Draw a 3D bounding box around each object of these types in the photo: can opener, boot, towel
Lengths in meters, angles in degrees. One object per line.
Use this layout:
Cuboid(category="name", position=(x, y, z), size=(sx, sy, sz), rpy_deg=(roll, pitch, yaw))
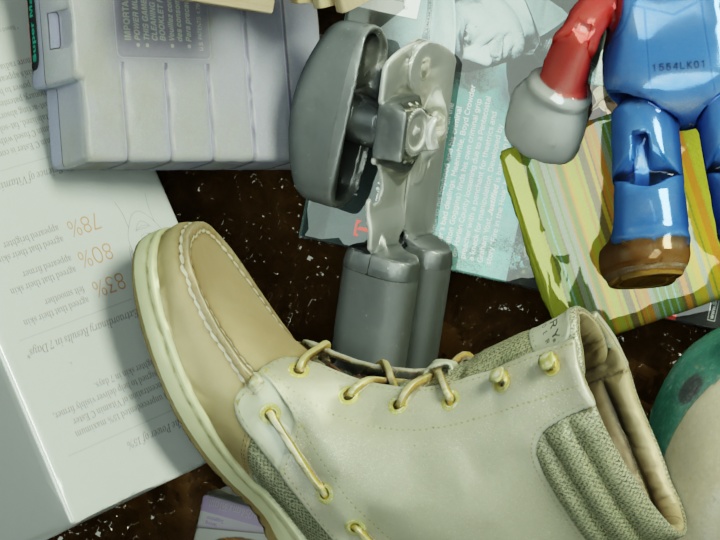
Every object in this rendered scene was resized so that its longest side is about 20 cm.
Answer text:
Cuboid(category="can opener", position=(0.000, 0.000, 0.961), size=(0.067, 0.053, 0.201), rpy_deg=(17, 107, 29))
Cuboid(category="boot", position=(0.017, 0.044, 0.893), size=(0.154, 0.072, 0.201), rpy_deg=(-30, 94, 25))
Cuboid(category="towel", position=(0.162, -0.038, 0.956), size=(0.199, 0.018, 0.087), rpy_deg=(-18, 93, 5))

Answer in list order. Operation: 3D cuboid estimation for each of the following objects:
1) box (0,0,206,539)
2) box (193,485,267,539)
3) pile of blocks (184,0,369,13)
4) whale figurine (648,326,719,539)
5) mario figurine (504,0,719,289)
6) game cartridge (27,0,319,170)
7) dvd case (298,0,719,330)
Cuboid(category="box", position=(-0.143, 0.004, 0.937), size=(0.097, 0.124, 0.201), rpy_deg=(-24, 88, 37))
Cuboid(category="box", position=(0.028, 0.131, 0.968), size=(0.199, 0.039, 0.042), rpy_deg=(14, 95, 12))
Cuboid(category="pile of blocks", position=(-0.012, -0.152, 0.946), size=(0.199, 0.062, 0.083), rpy_deg=(-25, 113, -32))
Cuboid(category="whale figurine", position=(0.197, 0.042, 0.922), size=(0.159, 0.104, 0.200), rpy_deg=(36, 103, -30))
Cuboid(category="mario figurine", position=(0.127, -0.095, 0.929), size=(0.123, 0.106, 0.201), rpy_deg=(-1, 82, -28))
Cuboid(category="game cartridge", position=(-0.077, -0.140, 0.944), size=(0.129, 0.038, 0.201), rpy_deg=(-2, 86, -37))
Cuboid(category="dvd case", position=(0.085, -0.062, 0.979), size=(0.199, 0.022, 0.147), rpy_deg=(12, 92, 4))
